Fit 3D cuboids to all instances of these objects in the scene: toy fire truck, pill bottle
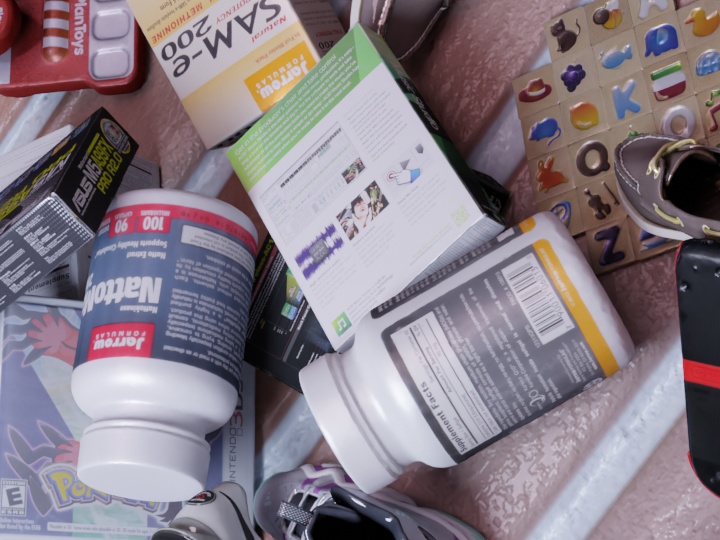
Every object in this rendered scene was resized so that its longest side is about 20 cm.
[{"bbox_3d":[-0.266,-0.246,1.480,0.167,0.112,0.201,-3,73,10],"label":"toy fire truck"},{"bbox_3d":[-0.142,0.055,1.193,0.119,0.119,0.201,-11,62,33],"label":"pill bottle"},{"bbox_3d":[0.068,0.057,1.097,0.199,0.116,0.117,-30,59,6],"label":"pill bottle"}]

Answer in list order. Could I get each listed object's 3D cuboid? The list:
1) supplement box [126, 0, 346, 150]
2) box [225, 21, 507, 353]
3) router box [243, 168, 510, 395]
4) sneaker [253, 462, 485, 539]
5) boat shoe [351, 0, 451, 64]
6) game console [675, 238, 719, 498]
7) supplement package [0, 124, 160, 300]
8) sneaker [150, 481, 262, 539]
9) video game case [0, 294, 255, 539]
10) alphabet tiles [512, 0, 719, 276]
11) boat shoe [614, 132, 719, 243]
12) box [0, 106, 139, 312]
[{"bbox_3d":[-0.106,-0.212,1.312,0.126,0.073,0.201,-31,87,25],"label":"supplement box"},{"bbox_3d":[-0.001,-0.058,1.184,0.144,0.036,0.200,-42,57,18],"label":"box"},{"bbox_3d":[0.000,0.000,1.226,0.150,0.062,0.201,27,92,38],"label":"router box"},{"bbox_3d":[-0.023,0.170,1.140,0.199,0.140,0.078,10,82,37],"label":"sneaker"},{"bbox_3d":[0.058,-0.240,1.250,0.059,0.072,0.201,23,86,42],"label":"boat shoe"},{"bbox_3d":[0.275,0.074,0.963,0.199,0.031,0.178,12,121,37],"label":"game console"},{"bbox_3d":[-0.233,0.004,1.359,0.109,0.114,0.201,-20,64,30],"label":"supplement package"},{"bbox_3d":[-0.078,0.239,1.178,0.074,0.089,0.201,4,120,30],"label":"sneaker"},{"bbox_3d":[-0.173,0.115,1.243,0.023,0.199,0.183,144,129,-61],"label":"video game case"},{"bbox_3d":[0.187,-0.103,1.159,0.166,0.006,0.201,-21,65,29],"label":"alphabet tiles"},{"bbox_3d":[0.214,-0.050,1.044,0.072,0.060,0.200,-35,32,-4],"label":"boat shoe"},{"bbox_3d":[-0.260,-0.019,1.231,0.200,0.044,0.160,-36,18,21],"label":"box"}]
